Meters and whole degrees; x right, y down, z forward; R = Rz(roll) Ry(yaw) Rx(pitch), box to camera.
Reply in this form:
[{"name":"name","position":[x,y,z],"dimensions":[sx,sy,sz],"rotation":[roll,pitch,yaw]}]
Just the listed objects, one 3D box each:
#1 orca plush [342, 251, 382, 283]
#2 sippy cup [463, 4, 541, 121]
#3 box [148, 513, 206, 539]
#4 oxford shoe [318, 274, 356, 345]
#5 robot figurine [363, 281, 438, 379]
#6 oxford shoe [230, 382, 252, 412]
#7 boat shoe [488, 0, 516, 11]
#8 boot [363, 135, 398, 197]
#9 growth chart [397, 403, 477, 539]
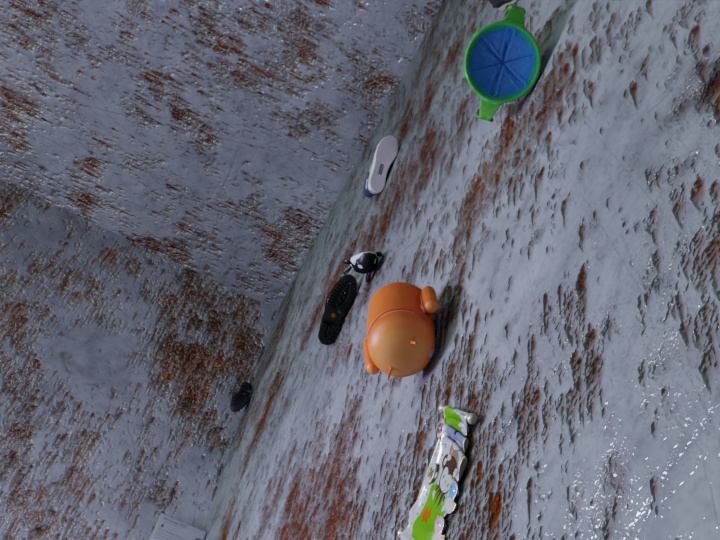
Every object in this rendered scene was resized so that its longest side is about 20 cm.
[{"name":"orca plush","position":[0.000,0.000,2.113],"dimensions":[0.199,0.103,0.073],"rotation":[-19,80,64]},{"name":"sippy cup","position":[0.251,-0.370,1.462],"dimensions":[0.177,0.140,0.130],"rotation":[-38,4,12]},{"name":"box","position":[-0.731,1.084,3.150],"dimensions":[0.202,0.196,0.132],"rotation":[-60,11,29]},{"name":"oxford shoe","position":[-0.069,0.100,2.253],"dimensions":[0.084,0.072,0.203],"rotation":[-105,40,-79]},{"name":"robot figurine","position":[0.066,0.098,1.340],"dimensions":[0.201,0.140,0.119],"rotation":[-86,-16,-65]},{"name":"oxford shoe","position":[-0.553,0.602,3.743],"dimensions":[0.086,0.072,0.200],"rotation":[-63,-2,24]},{"name":"boat shoe","position":[0.336,-0.653,1.872],"dimensions":[0.073,0.060,0.201],"rotation":[-65,9,-4]},{"name":"boot","position":[0.057,-0.336,2.625],"dimensions":[0.204,0.072,0.090],"rotation":[-69,15,-14]},{"name":"growth chart","position":[0.098,0.266,1.027],"dimensions":[0.145,0.017,0.204],"rotation":[149,143,-74]}]
